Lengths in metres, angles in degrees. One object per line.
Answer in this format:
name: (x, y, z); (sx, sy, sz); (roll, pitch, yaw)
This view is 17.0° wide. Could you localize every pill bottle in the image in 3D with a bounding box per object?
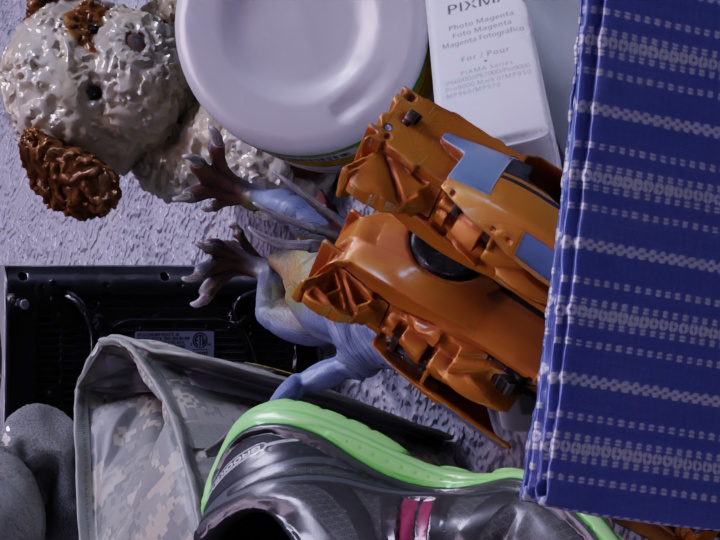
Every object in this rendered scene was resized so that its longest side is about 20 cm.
pill bottle: (-0.016, -0.103, 1.116); (0.200, 0.110, 0.112); (11, -94, -84)

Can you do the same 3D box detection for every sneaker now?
sneaker: (0.024, 0.113, 0.894); (0.199, 0.077, 0.084); (13, 55, 33)

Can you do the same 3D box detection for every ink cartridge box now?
ink cartridge box: (0.060, -0.060, 1.004); (0.201, 0.057, 0.163); (-88, -13, -44)

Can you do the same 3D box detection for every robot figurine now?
robot figurine: (0.076, 0.028, 0.871); (0.058, 0.199, 0.145); (-49, -12, -36)

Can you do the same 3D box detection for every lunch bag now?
lunch bag: (-0.039, 0.110, 1.092); (0.118, 0.163, 0.201); (-57, 31, 25)

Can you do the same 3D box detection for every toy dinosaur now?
toy dinosaur: (0.000, 0.000, 1.026); (0.181, 0.199, 0.106); (24, 121, 31)

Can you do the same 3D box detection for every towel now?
towel: (0.128, -0.014, 0.799); (0.024, 0.144, 0.202); (-179, 97, -70)

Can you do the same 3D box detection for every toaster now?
toaster: (-0.111, 0.082, 1.273); (0.119, 0.198, 0.182); (-174, 84, -68)

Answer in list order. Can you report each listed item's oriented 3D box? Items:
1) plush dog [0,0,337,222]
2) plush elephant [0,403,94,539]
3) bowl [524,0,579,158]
plush dog: (-0.118, -0.101, 1.341); (0.161, 0.171, 0.201); (133, 138, -53)
plush elephant: (-0.196, 0.146, 1.109); (0.199, 0.164, 0.156); (1, 98, 29)
bowl: (0.109, -0.118, 0.896); (0.201, 0.090, 0.203); (162, 90, -87)
